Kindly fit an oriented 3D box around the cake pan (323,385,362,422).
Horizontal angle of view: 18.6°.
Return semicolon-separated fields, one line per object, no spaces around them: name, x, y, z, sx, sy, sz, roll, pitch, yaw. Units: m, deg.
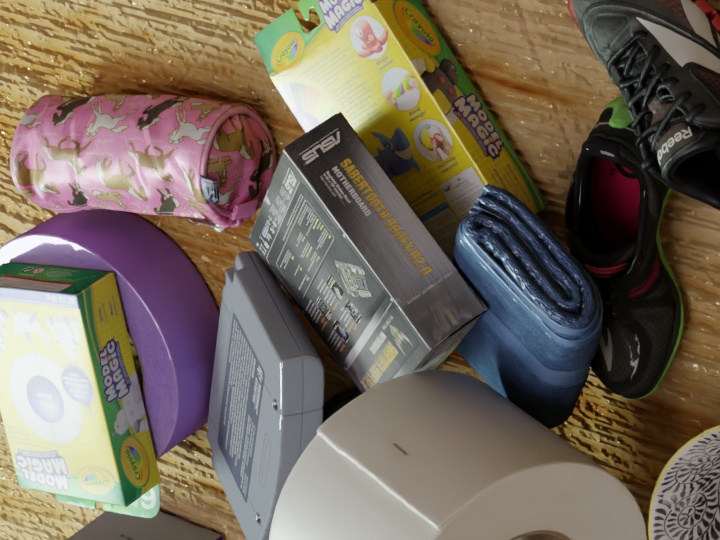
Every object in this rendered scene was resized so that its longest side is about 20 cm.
cake pan;0.019;0.182;1.588;0.200;0.037;0.201;18;117;39

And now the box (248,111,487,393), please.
box;0.000;0.000;1.452;0.159;0.048;0.200;53;163;8

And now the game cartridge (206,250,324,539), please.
game cartridge;-0.069;0.102;1.581;0.133;0.041;0.200;-115;25;-43

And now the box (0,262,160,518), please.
box;-0.219;0.097;1.653;0.117;0.048;0.200;4;117;36

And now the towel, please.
towel;0.105;0.027;1.389;0.112;0.049;0.200;49;164;16

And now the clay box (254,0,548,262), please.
clay box;0.024;-0.098;1.450;0.115;0.048;0.200;-29;93;44

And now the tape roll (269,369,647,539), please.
tape roll;0.061;0.181;1.390;0.139;0.202;0.203;34;134;50

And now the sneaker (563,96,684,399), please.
sneaker;0.155;-0.008;1.372;0.077;0.084;0.200;12;119;33

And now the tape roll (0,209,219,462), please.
tape roll;-0.199;0.053;1.689;0.200;0.066;0.201;18;124;30

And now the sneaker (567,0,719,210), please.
sneaker;0.188;-0.104;1.289;0.200;0.098;0.071;47;134;9

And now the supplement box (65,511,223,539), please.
supplement box;-0.177;0.301;1.778;0.101;0.103;0.200;18;122;28

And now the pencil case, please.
pencil case;-0.158;-0.080;1.578;0.200;0.087;0.083;7;148;35

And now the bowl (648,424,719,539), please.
bowl;0.287;0.162;1.355;0.200;0.094;0.201;17;122;30
